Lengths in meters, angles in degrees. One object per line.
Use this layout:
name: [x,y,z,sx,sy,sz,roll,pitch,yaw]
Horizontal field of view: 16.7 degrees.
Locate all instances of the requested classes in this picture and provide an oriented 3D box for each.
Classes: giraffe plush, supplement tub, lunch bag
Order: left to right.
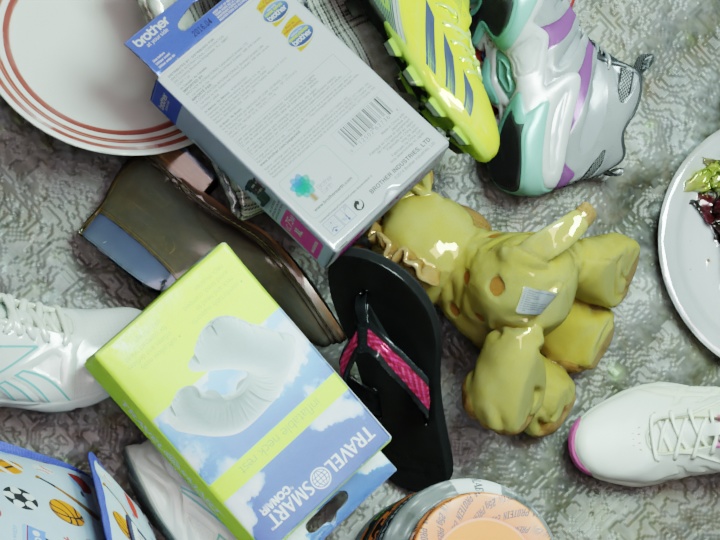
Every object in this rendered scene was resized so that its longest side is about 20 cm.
lunch bag: [-0.207,0.195,1.587,0.200,0.170,0.124,20,109,-23]
supplement tub: [0.062,0.203,1.633,0.122,0.200,0.123,2,79,-10]
giraffe plush: [0.077,0.008,1.705,0.162,0.200,0.173,26,80,26]

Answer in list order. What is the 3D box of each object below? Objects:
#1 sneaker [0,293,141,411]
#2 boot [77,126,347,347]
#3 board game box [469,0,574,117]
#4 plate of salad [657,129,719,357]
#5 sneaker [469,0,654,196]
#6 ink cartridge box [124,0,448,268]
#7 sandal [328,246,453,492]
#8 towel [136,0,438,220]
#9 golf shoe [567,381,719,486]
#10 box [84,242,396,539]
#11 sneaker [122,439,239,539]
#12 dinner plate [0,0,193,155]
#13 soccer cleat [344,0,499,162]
sneaker: [-0.235,0.052,1.654,0.200,0.080,0.070,-11,39,-14]
boot: [-0.104,0.002,1.713,0.097,0.075,0.200,-44,80,-4]
board game box: [0.107,-0.204,1.791,0.103,0.019,0.200,26,76,-20]
plate of salad: [0.317,-0.019,1.794,0.200,0.048,0.200,2,80,-9]
sneaker: [0.153,-0.159,1.764,0.140,0.078,0.200,-9,101,-28]
ink cartridge box: [-0.052,-0.110,1.646,0.200,0.042,0.119,45,65,5]
sandal: [0.020,0.076,1.671,0.045,0.075,0.200,-46,131,-46]
towel: [-0.051,-0.153,1.726,0.192,0.035,0.200,-22,83,-36]
golf shoe: [0.249,0.111,1.738,0.200,0.092,0.075,-6,83,-9]
box: [-0.075,0.096,1.644,0.122,0.048,0.200,-42,95,-16]
sneaker: [-0.086,0.194,1.676,0.080,0.070,0.201,-26,85,-16]
dinner plate: [-0.174,-0.160,1.722,0.200,0.024,0.200,9,56,-14]
soccer cleat: [0.052,-0.169,1.718,0.084,0.065,0.200,-30,75,-7]
